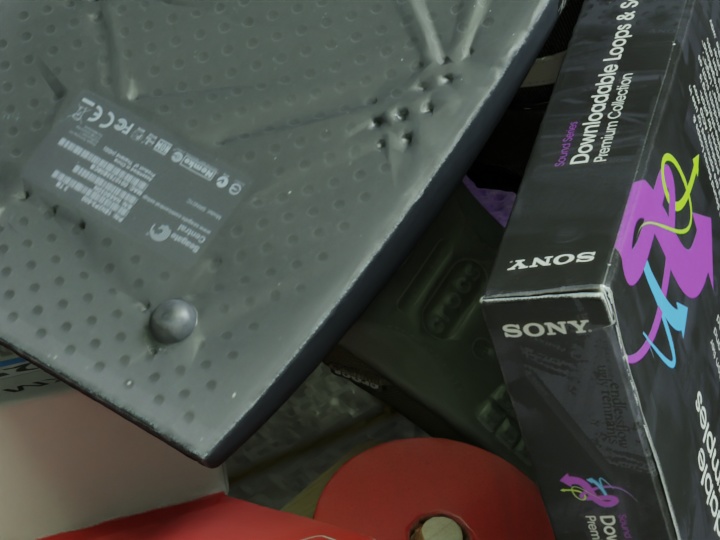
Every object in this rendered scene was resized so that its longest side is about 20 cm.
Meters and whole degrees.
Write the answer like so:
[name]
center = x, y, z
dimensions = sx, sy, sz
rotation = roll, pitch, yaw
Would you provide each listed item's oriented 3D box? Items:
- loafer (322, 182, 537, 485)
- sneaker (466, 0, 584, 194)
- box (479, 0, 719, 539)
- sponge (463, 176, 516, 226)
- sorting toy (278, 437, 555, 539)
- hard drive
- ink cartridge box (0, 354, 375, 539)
[loafer]
center = 0.000, 0.000, 0.814
dimensions = 0.200, 0.070, 0.075
rotation = 45, 68, -4
[sneaker]
center = 0.088, -0.071, 0.871
dimensions = 0.073, 0.113, 0.199
rotation = 17, 22, 37
[box]
center = 0.082, 0.003, 0.736
dimensions = 0.036, 0.144, 0.200
rotation = -6, 34, 20
[sponge]
center = 0.112, 0.015, 0.925
dimensions = 0.199, 0.030, 0.112
rotation = 13, 43, -4
[sorting toy]
center = 0.018, 0.141, 0.726
dimensions = 0.198, 0.070, 0.200
rotation = 36, 52, 19
[hard drive]
center = -0.027, -0.053, 0.744
dimensions = 0.134, 0.042, 0.201
rotation = 28, 73, 24
[ink cartridge box]
center = -0.123, 0.062, 0.721
dimensions = 0.199, 0.045, 0.176
rotation = -13, 8, -28
